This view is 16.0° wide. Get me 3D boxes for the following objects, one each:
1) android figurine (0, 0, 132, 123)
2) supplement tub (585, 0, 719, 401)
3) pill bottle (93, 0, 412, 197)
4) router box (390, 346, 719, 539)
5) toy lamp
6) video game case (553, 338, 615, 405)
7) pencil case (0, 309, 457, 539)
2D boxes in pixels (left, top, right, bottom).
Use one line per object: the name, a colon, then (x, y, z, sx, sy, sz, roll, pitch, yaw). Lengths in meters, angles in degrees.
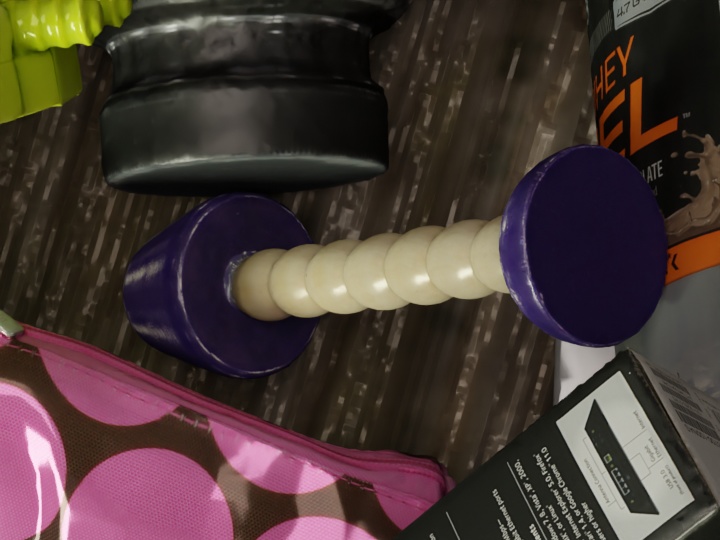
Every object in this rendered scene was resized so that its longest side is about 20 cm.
android figurine: (-0.161, -0.053, 0.693, 0.198, 0.182, 0.041, -9, 100, 8)
supplement tub: (0.125, -0.040, 0.709, 0.121, 0.123, 0.202, -6, 70, 8)
pill bottle: (-0.039, -0.127, 0.762, 0.111, 0.112, 0.202, -5, 84, 9)
router box: (0.070, 0.107, 0.649, 0.149, 0.200, 0.051, -40, 54, 18)
toy lamp: (0.000, 0.000, 0.721, 0.199, 0.058, 0.059, -7, 82, 50)
video game case: (0.154, 0.090, 0.759, 0.198, 0.022, 0.184, 2, 86, 9)
pencil case: (-0.065, 0.060, 0.740, 0.199, 0.091, 0.094, 21, 111, -7)
